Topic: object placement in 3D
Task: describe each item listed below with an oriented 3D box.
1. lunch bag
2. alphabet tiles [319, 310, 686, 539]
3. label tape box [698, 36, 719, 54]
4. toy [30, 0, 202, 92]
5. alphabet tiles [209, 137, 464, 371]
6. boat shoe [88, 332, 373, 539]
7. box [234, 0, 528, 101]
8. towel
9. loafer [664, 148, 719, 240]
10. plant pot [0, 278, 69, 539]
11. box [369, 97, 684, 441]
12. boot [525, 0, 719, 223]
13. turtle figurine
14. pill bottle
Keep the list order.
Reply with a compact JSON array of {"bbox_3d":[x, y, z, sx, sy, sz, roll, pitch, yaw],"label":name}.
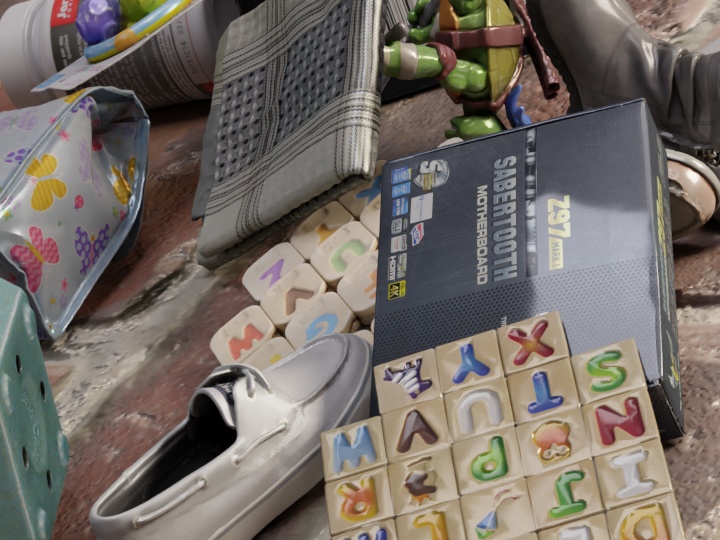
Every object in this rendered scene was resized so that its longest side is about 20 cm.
[{"bbox_3d":[-0.246,-0.041,1.546,0.168,0.128,0.201,-8,37,31],"label":"lunch bag"},{"bbox_3d":[0.063,0.104,1.068,0.165,0.006,0.201,-17,44,8],"label":"alphabet tiles"},{"bbox_3d":[0.250,-0.115,1.375,0.143,0.067,0.199,-36,30,-30],"label":"label tape box"},{"bbox_3d":[-0.149,-0.197,1.594,0.199,0.047,0.115,-34,14,-17],"label":"toy"},{"bbox_3d":[0.000,0.000,1.325,0.200,0.015,0.196,-40,30,-1],"label":"alphabet tiles"},{"bbox_3d":[-0.067,0.088,1.188,0.200,0.069,0.072,-40,33,-25],"label":"boat shoe"},{"bbox_3d":[0.021,-0.223,1.702,0.198,0.125,0.197,-17,26,10],"label":"box"},{"bbox_3d":[-0.049,-0.113,1.452,0.200,0.034,0.194,-29,49,50],"label":"towel"},{"bbox_3d":[0.119,-0.024,1.305,0.199,0.072,0.063,-4,45,45],"label":"loafer"},{"bbox_3d":[-0.268,0.095,1.214,0.198,0.197,0.197,-10,25,5],"label":"plant pot"},{"bbox_3d":[0.087,0.010,1.188,0.156,0.051,0.201,-12,48,18],"label":"box"},{"bbox_3d":[0.172,-0.125,1.303,0.070,0.202,0.131,-29,22,-36],"label":"boot"},{"bbox_3d":[0.032,-0.176,1.497,0.199,0.196,0.143,12,11,42],"label":"turtle figurine"},{"bbox_3d":[-0.185,-0.184,1.796,0.198,0.115,0.114,-8,27,26],"label":"pill bottle"}]
